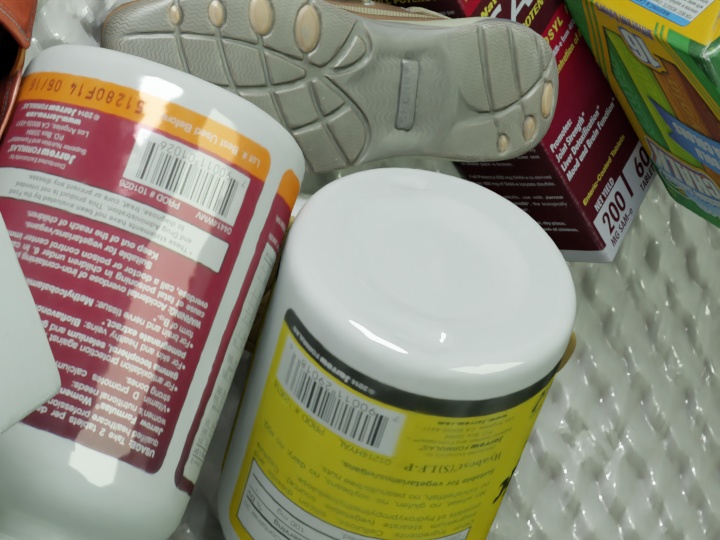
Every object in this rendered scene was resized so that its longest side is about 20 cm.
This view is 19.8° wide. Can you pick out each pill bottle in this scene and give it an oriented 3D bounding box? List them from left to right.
[{"bbox_3d":[-0.100,0.032,0.728,0.109,0.109,0.201,32,73,-46],"label":"pill bottle"},{"bbox_3d":[0.005,0.068,0.805,0.111,0.111,0.201,-35,154,-43],"label":"pill bottle"}]

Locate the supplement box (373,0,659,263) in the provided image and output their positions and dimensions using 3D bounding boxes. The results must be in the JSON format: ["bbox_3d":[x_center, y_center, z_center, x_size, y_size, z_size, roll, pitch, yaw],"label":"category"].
[{"bbox_3d":[0.077,-0.110,0.973,0.200,0.061,0.109,54,54,-35],"label":"supplement box"}]

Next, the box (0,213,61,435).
[{"bbox_3d":[-0.219,-0.008,0.572,0.199,0.130,0.201,-38,120,-42],"label":"box"}]

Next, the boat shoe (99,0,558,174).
[{"bbox_3d":[-0.017,-0.080,0.849,0.199,0.072,0.076,6,102,-28],"label":"boat shoe"}]

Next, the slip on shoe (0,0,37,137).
[{"bbox_3d":[-0.138,-0.094,0.718,0.074,0.061,0.201,34,65,-43],"label":"slip on shoe"}]

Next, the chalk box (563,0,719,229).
[{"bbox_3d":[0.200,-0.085,0.951,0.124,0.125,0.200,-41,126,-8],"label":"chalk box"}]

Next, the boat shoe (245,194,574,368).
[{"bbox_3d":[0.000,0.000,0.879,0.199,0.071,0.070,20,35,-35],"label":"boat shoe"}]
